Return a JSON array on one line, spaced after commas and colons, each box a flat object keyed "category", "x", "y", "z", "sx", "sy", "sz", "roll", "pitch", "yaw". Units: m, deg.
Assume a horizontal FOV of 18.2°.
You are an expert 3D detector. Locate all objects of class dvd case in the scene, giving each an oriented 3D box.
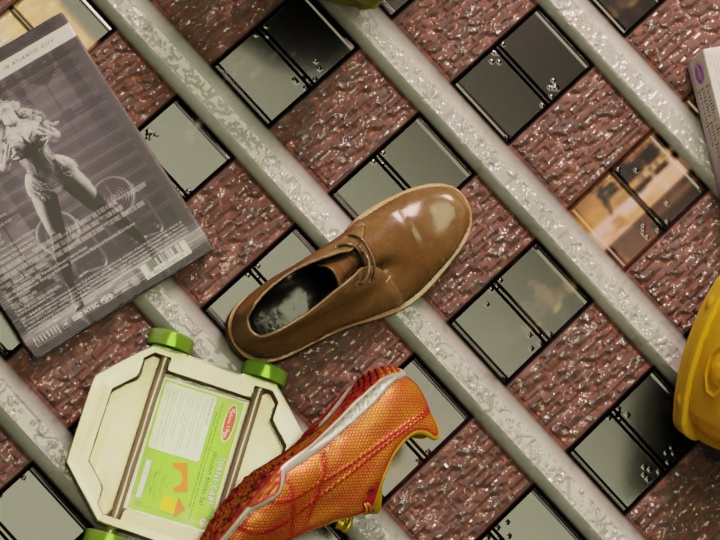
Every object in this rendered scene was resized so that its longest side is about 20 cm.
[{"category": "dvd case", "x": -0.217, "y": -0.059, "z": 1.562, "sx": 0.148, "sy": 0.016, "sz": 0.200, "roll": -32, "pitch": 87, "yaw": -13}]

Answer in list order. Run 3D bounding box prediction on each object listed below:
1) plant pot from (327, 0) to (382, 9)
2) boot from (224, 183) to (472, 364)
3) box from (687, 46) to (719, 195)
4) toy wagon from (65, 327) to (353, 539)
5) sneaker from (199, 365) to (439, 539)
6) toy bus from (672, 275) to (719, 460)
[{"category": "plant pot", "x": -0.011, "y": -0.291, "z": 1.571, "sx": 0.200, "sy": 0.200, "sz": 0.185, "roll": 23, "pitch": 88, "yaw": -5}, {"category": "boot", "x": 0.000, "y": 0.000, "z": 1.560, "sx": 0.200, "sy": 0.075, "sz": 0.074, "roll": -33, "pitch": 84, "yaw": -16}, {"category": "box", "x": 0.285, "y": -0.066, "z": 1.642, "sx": 0.041, "sy": 0.039, "sz": 0.201, "roll": -11, "pitch": 81, "yaw": -13}, {"category": "toy wagon", "x": -0.097, "y": 0.135, "z": 1.533, "sx": 0.199, "sy": 0.040, "sz": 0.156, "roll": 19, "pitch": 76, "yaw": -7}, {"category": "sneaker", "x": -0.029, "y": 0.147, "z": 1.488, "sx": 0.200, "sy": 0.073, "sz": 0.077, "roll": -38, "pitch": 98, "yaw": -13}, {"category": "toy bus", "x": 0.334, "y": 0.093, "z": 1.525, "sx": 0.199, "sy": 0.192, "sz": 0.136, "roll": 15, "pitch": 98, "yaw": -9}]
